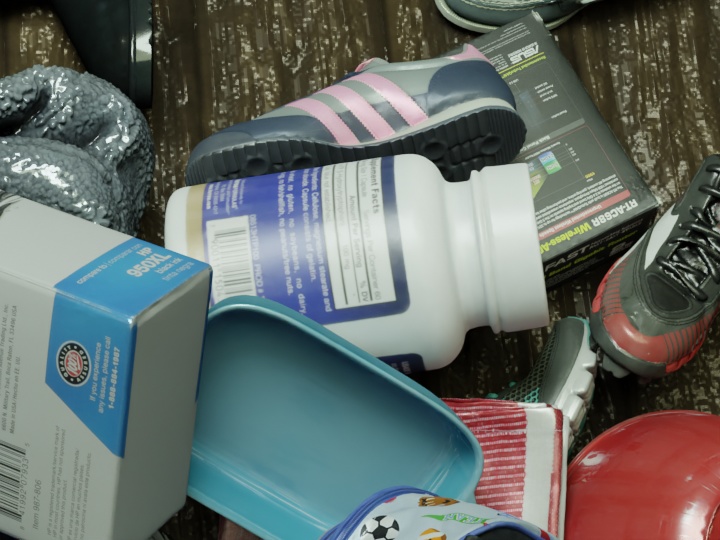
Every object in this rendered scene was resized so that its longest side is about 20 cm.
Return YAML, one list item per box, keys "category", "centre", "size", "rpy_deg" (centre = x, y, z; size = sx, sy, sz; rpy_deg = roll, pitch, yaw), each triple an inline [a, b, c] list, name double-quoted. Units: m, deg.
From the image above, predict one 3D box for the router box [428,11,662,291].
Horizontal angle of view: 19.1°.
- category: "router box"
  centre: [0.059, -0.048, 1.302]
  size: [0.199, 0.062, 0.151]
  rpy_deg: [-25, 71, -15]

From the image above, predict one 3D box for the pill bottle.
- category: "pill bottle"
  centre: [0.000, 0.000, 1.178]
  size: [0.198, 0.120, 0.121]
  rpy_deg: [-8, 67, 4]

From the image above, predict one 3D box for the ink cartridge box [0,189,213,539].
- category: "ink cartridge box"
  centre: [-0.185, 0.042, 1.079]
  size: [0.199, 0.146, 0.084]
  rpy_deg: [19, 28, 20]

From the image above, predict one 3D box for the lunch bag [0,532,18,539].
- category: "lunch bag"
  centre: [-0.243, 0.151, 1.140]
  size: [0.198, 0.151, 0.095]
  rpy_deg: [15, 95, -6]

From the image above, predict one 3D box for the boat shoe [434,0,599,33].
- category: "boat shoe"
  centre: [0.144, -0.203, 1.375]
  size: [0.198, 0.062, 0.073]
  rpy_deg: [-10, 69, -10]

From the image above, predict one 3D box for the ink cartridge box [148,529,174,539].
- category: "ink cartridge box"
  centre: [-0.077, 0.225, 1.114]
  size: [0.044, 0.094, 0.201]
  rpy_deg: [-34, 74, 1]

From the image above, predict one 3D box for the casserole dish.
- category: "casserole dish"
  centre: [-0.028, 0.085, 1.134]
  size: [0.199, 0.121, 0.039]
  rpy_deg: [31, 23, -15]

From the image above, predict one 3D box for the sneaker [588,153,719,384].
- category: "sneaker"
  centre: [0.202, -0.014, 1.254]
  size: [0.071, 0.098, 0.200]
  rpy_deg: [39, 49, 10]

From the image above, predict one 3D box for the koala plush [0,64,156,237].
- category: "koala plush"
  centre: [-0.168, 0.006, 1.197]
  size: [0.183, 0.178, 0.201]
  rpy_deg: [-18, 61, -25]

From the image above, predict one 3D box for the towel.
- category: "towel"
  centre: [0.014, 0.142, 1.190]
  size: [0.198, 0.023, 0.146]
  rpy_deg: [1, 79, 17]

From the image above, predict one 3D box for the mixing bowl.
- category: "mixing bowl"
  centre: [0.206, 0.165, 1.175]
  size: [0.198, 0.108, 0.202]
  rpy_deg: [5, 73, -18]

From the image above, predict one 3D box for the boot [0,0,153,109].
- category: "boot"
  centre: [-0.211, -0.181, 1.327]
  size: [0.161, 0.074, 0.200]
  rpy_deg: [-4, 60, -9]

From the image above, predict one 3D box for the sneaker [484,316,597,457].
- category: "sneaker"
  centre: [0.072, 0.104, 1.235]
  size: [0.091, 0.078, 0.201]
  rpy_deg: [25, 66, 9]

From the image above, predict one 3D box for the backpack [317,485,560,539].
- category: "backpack"
  centre: [0.038, 0.196, 1.054]
  size: [0.153, 0.191, 0.201]
  rpy_deg: [10, 68, 32]

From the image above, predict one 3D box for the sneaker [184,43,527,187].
- category: "sneaker"
  centre: [-0.008, -0.083, 1.250]
  size: [0.198, 0.071, 0.082]
  rpy_deg: [-9, 47, -8]
